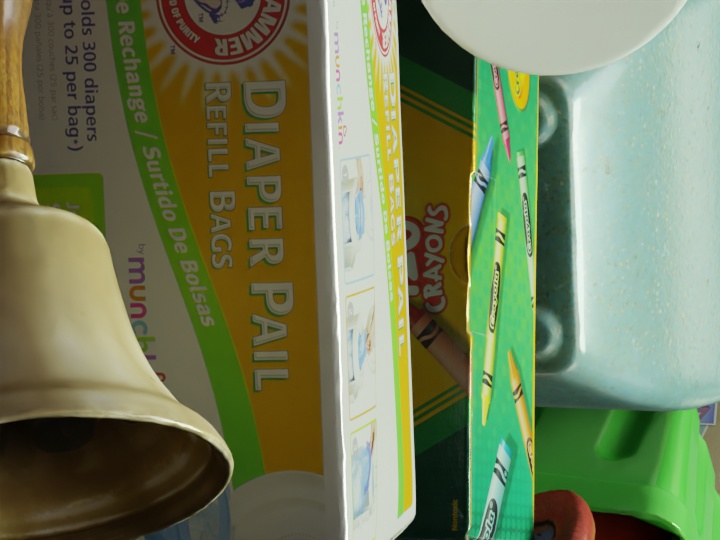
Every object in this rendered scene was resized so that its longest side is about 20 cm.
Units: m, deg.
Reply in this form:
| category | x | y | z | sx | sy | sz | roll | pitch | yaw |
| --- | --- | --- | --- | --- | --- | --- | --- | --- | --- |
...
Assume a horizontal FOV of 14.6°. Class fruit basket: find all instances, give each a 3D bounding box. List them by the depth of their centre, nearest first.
| category | x | y | z | sx | sy | sz | roll | pitch | yaw |
| --- | --- | --- | --- | --- | --- | --- | --- | --- | --- |
| fruit basket | 0.086 | 0.170 | 1.282 | 0.215 | 0.155 | 0.217 | 6 | 90 | -66 |

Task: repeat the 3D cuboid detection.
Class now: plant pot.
| category | x | y | z | sx | sy | sz | roll | pitch | yaw |
| --- | --- | --- | --- | --- | --- | --- | --- | --- | --- |
| plant pot | 0.057 | -0.032 | 1.164 | 0.200 | 0.195 | 0.198 | -23 | 112 | -68 |

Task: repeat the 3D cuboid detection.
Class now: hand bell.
| category | x | y | z | sx | sy | sz | roll | pitch | yaw |
| --- | --- | --- | --- | --- | --- | --- | --- | --- | --- |
| hand bell | -0.096 | -0.036 | 0.728 | 0.104 | 0.103 | 0.201 | 60 | 19 | -66 |

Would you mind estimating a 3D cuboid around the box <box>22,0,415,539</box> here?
| category | x | y | z | sx | sy | sz | roll | pitch | yaw |
| --- | --- | --- | --- | --- | --- | --- | --- | --- | --- |
| box | -0.048 | -0.015 | 0.830 | 0.101 | 0.112 | 0.201 | -23 | 111 | -77 |

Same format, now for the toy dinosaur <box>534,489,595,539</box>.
| category | x | y | z | sx | sy | sz | roll | pitch | yaw |
| --- | --- | --- | --- | --- | --- | --- | --- | --- | --- |
| toy dinosaur | 0.036 | 0.113 | 1.074 | 0.105 | 0.200 | 0.182 | -41 | 164 | -27 |

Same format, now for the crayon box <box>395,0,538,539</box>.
| category | x | y | z | sx | sy | sz | roll | pitch | yaw |
| --- | --- | --- | --- | --- | --- | --- | --- | --- | --- |
| crayon box | 0.000 | 0.000 | 1.012 | 0.058 | 0.118 | 0.201 | 14 | 75 | -61 |

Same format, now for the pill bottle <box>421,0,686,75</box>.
| category | x | y | z | sx | sy | sz | roll | pitch | yaw |
| --- | --- | --- | --- | --- | --- | --- | --- | --- | --- |
| pill bottle | 0.051 | -0.149 | 0.939 | 0.200 | 0.113 | 0.115 | -101 | -177 | -61 |

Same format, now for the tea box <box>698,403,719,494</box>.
| category | x | y | z | sx | sy | sz | roll | pitch | yaw |
| --- | --- | --- | --- | --- | --- | --- | --- | --- | --- |
| tea box | 0.226 | 0.164 | 2.027 | 0.200 | 0.133 | 0.198 | -76 | 162 | -50 |
